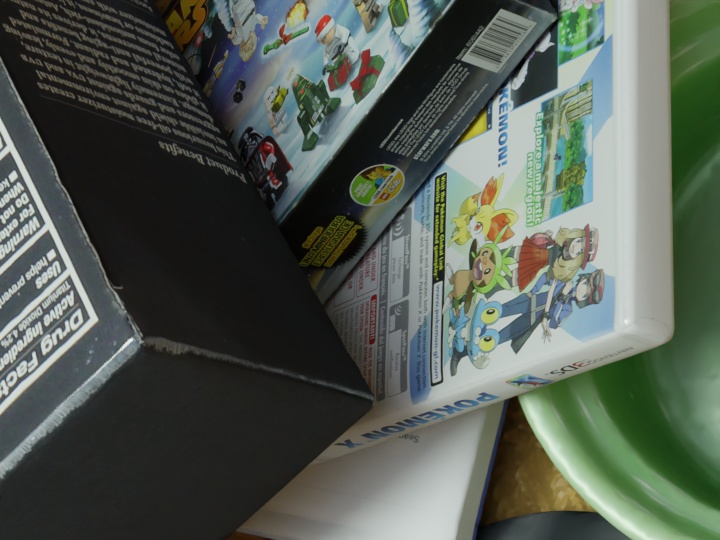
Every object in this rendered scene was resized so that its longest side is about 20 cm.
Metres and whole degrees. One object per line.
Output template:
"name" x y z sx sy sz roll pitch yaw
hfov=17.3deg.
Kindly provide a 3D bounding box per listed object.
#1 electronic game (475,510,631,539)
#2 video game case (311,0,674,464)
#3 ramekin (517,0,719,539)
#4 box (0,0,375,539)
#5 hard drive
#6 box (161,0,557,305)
"electronic game" 0.060 0.178 0.792 0.199 0.042 0.201 -14 62 27
"video game case" 0.034 -0.051 0.776 0.182 0.022 0.201 -24 57 50
"ramekin" 0.153 0.006 0.768 0.199 0.098 0.201 -4 78 21
"box" -0.134 0.020 0.758 0.200 0.123 0.199 -42 57 21
"hard drive" 0.000 0.000 0.855 0.131 0.025 0.201 8 78 29
"box" -0.023 -0.064 0.809 0.200 0.040 0.137 -51 39 30
